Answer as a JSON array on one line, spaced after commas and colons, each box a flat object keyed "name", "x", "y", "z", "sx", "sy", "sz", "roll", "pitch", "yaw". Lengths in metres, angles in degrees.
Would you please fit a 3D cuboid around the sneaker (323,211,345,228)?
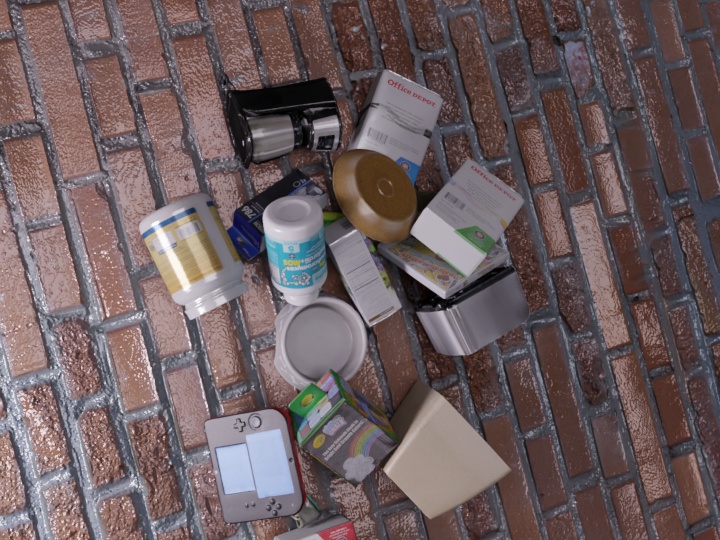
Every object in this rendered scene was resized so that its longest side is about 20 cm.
[{"name": "sneaker", "x": -0.028, "y": -0.076, "z": 1.661, "sx": 0.198, "sy": 0.074, "sz": 0.084, "roll": 1, "pitch": 94, "yaw": -8}]

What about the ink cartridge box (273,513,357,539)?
[{"name": "ink cartridge box", "x": -0.067, "y": 0.588, "z": 1.569, "sx": 0.143, "sy": 0.084, "sz": 0.202, "roll": -14, "pitch": 89, "yaw": -20}]

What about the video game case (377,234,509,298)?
[{"name": "video game case", "x": 0.164, "y": -0.038, "z": 1.654, "sx": 0.181, "sy": 0.200, "sz": 0.023, "roll": -29, "pitch": 137, "yaw": -29}]

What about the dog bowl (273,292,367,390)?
[{"name": "dog bowl", "x": -0.076, "y": 0.141, "z": 1.626, "sx": 0.198, "sy": 0.059, "sz": 0.202, "roll": 2, "pitch": 84, "yaw": -17}]

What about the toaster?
[{"name": "toaster", "x": 0.217, "y": 0.081, "z": 1.663, "sx": 0.199, "sy": 0.181, "sz": 0.119, "roll": -28, "pitch": 95, "yaw": -19}]

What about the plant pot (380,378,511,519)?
[{"name": "plant pot", "x": 0.140, "y": 0.358, "z": 1.611, "sx": 0.177, "sy": 0.200, "sz": 0.200, "roll": -44, "pitch": 98, "yaw": -6}]

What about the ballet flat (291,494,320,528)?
[{"name": "ballet flat", "x": -0.151, "y": 0.402, "z": 1.571, "sx": 0.064, "sy": 0.067, "sz": 0.201, "roll": -35, "pitch": 96, "yaw": -13}]

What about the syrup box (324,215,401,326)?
[{"name": "syrup box", "x": 0.000, "y": 0.000, "z": 1.611, "sx": 0.081, "sy": 0.079, "sz": 0.201, "roll": -30, "pitch": 118, "yaw": -6}]

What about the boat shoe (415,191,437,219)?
[{"name": "boat shoe", "x": 0.078, "y": -0.131, "z": 1.699, "sx": 0.199, "sy": 0.066, "sz": 0.072, "roll": 6, "pitch": 69, "yaw": -1}]

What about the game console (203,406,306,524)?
[{"name": "game console", "x": -0.196, "y": 0.361, "z": 1.534, "sx": 0.175, "sy": 0.031, "sz": 0.202, "roll": -13, "pitch": 88, "yaw": 14}]

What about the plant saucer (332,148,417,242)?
[{"name": "plant saucer", "x": 0.039, "y": -0.151, "z": 1.574, "sx": 0.199, "sy": 0.035, "sz": 0.202, "roll": 18, "pitch": 57, "yaw": -30}]

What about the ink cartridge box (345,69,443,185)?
[{"name": "ink cartridge box", "x": 0.067, "y": -0.286, "z": 1.702, "sx": 0.144, "sy": 0.084, "sz": 0.202, "roll": 23, "pitch": 79, "yaw": -15}]

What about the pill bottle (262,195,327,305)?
[{"name": "pill bottle", "x": -0.118, "y": -0.031, "z": 1.547, "sx": 0.110, "sy": 0.111, "sz": 0.201, "roll": -20, "pitch": 133, "yaw": -19}]

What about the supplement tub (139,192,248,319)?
[{"name": "supplement tub", "x": -0.303, "y": -0.026, "z": 1.523, "sx": 0.144, "sy": 0.145, "sz": 0.201, "roll": -26, "pitch": 93, "yaw": -19}]

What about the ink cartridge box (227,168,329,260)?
[{"name": "ink cartridge box", "x": -0.168, "y": -0.111, "z": 1.605, "sx": 0.200, "sy": 0.039, "sz": 0.099, "roll": -38, "pitch": 57, "yaw": -18}]

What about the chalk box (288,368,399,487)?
[{"name": "chalk box", "x": -0.048, "y": 0.282, "z": 1.551, "sx": 0.124, "sy": 0.124, "sz": 0.200, "roll": -45, "pitch": 113, "yaw": 5}]

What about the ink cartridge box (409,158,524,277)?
[{"name": "ink cartridge box", "x": 0.211, "y": -0.106, "z": 1.612, "sx": 0.145, "sy": 0.088, "sz": 0.200, "roll": 37, "pitch": 50, "yaw": 4}]

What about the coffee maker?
[{"name": "coffee maker", "x": -0.151, "y": -0.310, "z": 1.608, "sx": 0.198, "sy": 0.135, "sz": 0.194, "roll": -13, "pitch": 88, "yaw": -19}]
